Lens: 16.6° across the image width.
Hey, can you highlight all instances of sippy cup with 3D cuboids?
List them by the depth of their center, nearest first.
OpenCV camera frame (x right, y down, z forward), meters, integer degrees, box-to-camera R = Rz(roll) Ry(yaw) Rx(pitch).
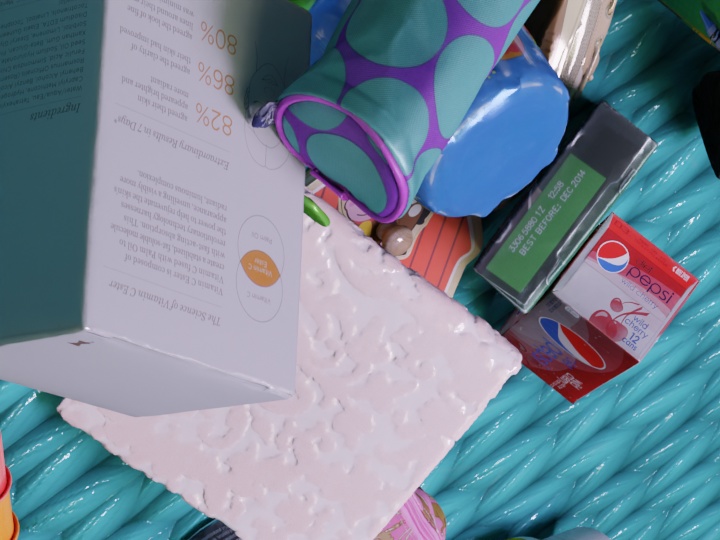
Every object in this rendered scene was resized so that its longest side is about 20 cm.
[{"bbox_3d":[0.039,-0.102,1.318,0.139,0.130,0.178,-4,134,-44],"label":"sippy cup"}]

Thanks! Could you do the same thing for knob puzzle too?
[{"bbox_3d":[0.000,0.000,1.476,0.219,0.030,0.220,-24,139,-22],"label":"knob puzzle"}]

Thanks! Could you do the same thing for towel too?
[{"bbox_3d":[-0.041,0.061,1.407,0.200,0.032,0.191,36,105,-12],"label":"towel"}]

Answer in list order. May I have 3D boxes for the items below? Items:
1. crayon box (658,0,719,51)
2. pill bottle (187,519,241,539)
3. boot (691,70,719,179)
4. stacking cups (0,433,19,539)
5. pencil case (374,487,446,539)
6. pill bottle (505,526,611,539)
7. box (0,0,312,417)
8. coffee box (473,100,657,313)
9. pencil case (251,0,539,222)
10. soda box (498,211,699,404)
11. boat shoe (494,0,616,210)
[{"bbox_3d":[0.270,-0.151,1.428,0.118,0.200,0.058,-16,134,-30],"label":"crayon box"},{"bbox_3d":[-0.036,0.249,1.548,0.106,0.200,0.106,-24,140,-22],"label":"pill bottle"},{"bbox_3d":[0.289,-0.105,1.495,0.157,0.211,0.080,-15,98,3],"label":"boot"},{"bbox_3d":[-0.216,0.166,1.420,0.060,0.061,0.201,-21,138,-25],"label":"stacking cups"},{"bbox_3d":[-0.003,0.136,1.547,0.083,0.087,0.200,-25,151,1],"label":"pencil case"},{"bbox_3d":[0.092,0.254,1.739,0.199,0.114,0.115,-17,136,-30],"label":"pill bottle"},{"bbox_3d":[-0.113,-0.045,1.181,0.152,0.106,0.201,22,66,-50],"label":"box"},{"bbox_3d":[0.118,-0.039,1.440,0.123,0.044,0.200,-52,178,6],"label":"coffee box"},{"bbox_3d":[0.035,-0.124,1.207,0.200,0.085,0.092,-57,-171,-24],"label":"pencil case"},{"bbox_3d":[0.141,0.026,1.512,0.063,0.070,0.200,-52,179,-12],"label":"soda box"},{"bbox_3d":[0.109,-0.123,1.422,0.065,0.072,0.201,-5,124,-37],"label":"boat shoe"}]
